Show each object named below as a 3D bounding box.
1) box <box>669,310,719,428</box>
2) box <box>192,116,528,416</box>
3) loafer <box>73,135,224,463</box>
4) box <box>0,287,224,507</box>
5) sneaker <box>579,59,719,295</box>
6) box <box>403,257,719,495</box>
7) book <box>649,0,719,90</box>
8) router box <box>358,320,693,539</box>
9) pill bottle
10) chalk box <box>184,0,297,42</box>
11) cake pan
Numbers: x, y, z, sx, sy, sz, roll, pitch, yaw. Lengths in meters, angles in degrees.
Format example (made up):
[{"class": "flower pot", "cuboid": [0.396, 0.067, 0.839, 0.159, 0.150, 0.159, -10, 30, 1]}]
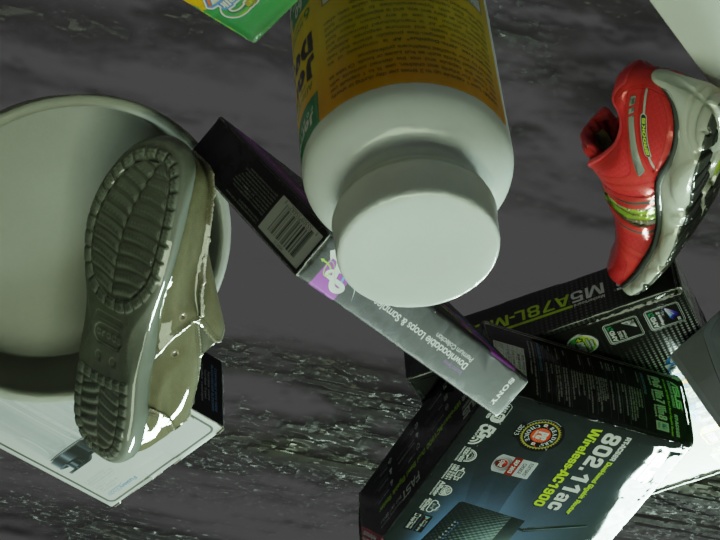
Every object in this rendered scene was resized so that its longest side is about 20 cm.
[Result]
[{"class": "box", "cuboid": [0.335, 0.071, 1.325, 0.176, 0.097, 0.200, -44, 126, 12]}, {"class": "box", "cuboid": [0.000, 0.000, 1.203, 0.036, 0.143, 0.200, -50, 133, 6]}, {"class": "loafer", "cuboid": [-0.118, 0.014, 1.194, 0.069, 0.075, 0.201, -10, 123, -44]}, {"class": "box", "cuboid": [-0.198, 0.066, 1.328, 0.200, 0.060, 0.117, 33, 125, -32]}, {"class": "sneaker", "cuboid": [0.170, -0.061, 1.231, 0.085, 0.077, 0.200, 31, 151, 15]}, {"class": "box", "cuboid": [0.154, 0.088, 1.394, 0.192, 0.048, 0.200, -20, 134, 13]}, {"class": "book", "cuboid": [0.263, -0.139, 1.172, 0.133, 0.048, 0.200, -30, 129, 21]}, {"class": "router box", "cuboid": [0.105, 0.134, 1.361, 0.149, 0.062, 0.200, 15, 133, -20]}, {"class": "pill bottle", "cuboid": [0.022, -0.080, 1.091, 0.112, 0.201, 0.113, -3, 137, -3]}, {"class": "chalk box", "cuboid": [-0.059, -0.210, 1.004, 0.200, 0.125, 0.124, 30, 126, -30]}, {"class": "cake pan", "cuboid": [-0.176, -0.016, 1.209, 0.199, 0.037, 0.201, -10, 120, -19]}]
